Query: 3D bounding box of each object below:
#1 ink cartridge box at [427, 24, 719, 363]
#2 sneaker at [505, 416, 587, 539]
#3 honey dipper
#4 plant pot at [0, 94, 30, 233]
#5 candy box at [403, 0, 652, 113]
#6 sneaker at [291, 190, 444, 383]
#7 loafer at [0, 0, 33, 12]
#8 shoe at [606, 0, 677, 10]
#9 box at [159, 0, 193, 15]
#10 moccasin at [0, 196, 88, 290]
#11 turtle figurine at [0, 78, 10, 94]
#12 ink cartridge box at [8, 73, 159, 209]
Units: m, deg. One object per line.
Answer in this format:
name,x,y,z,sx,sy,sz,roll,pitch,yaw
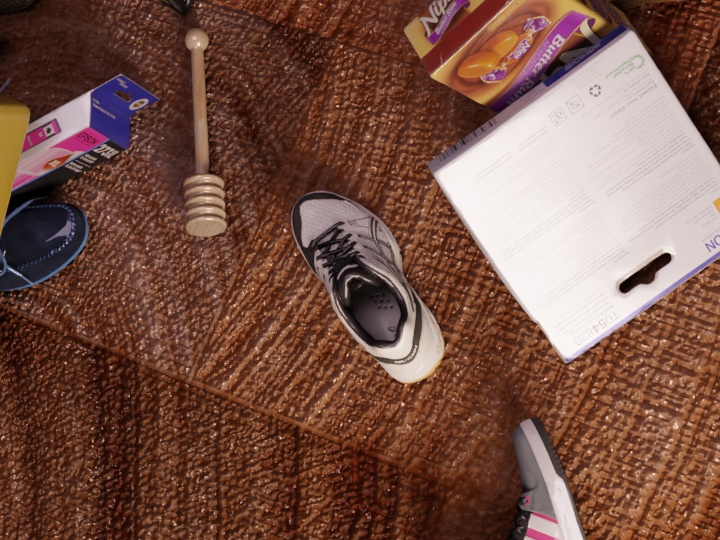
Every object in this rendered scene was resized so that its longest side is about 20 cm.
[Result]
ink cartridge box,0.188,-0.060,1.521,0.199,0.041,0.201,-34,105,5
sneaker,0.119,0.224,1.472,0.119,0.084,0.202,-17,69,4
honey dipper,-0.144,-0.129,1.707,0.038,0.038,0.202,-12,65,16
plant pot,-0.435,-0.080,1.604,0.194,0.199,0.196,21,100,29
candy box,0.138,-0.183,1.514,0.117,0.199,0.057,-41,60,20
sneaker,0.000,0.000,1.581,0.076,0.088,0.201,-40,63,6
loafer,-0.408,-0.287,1.834,0.198,0.076,0.068,2,72,10
shoe,0.244,-0.254,1.582,0.198,0.070,0.054,-15,77,18
box,-0.190,-0.375,1.794,0.199,0.050,0.199,34,87,25
moccasin,-0.346,-0.014,1.721,0.198,0.068,0.081,-21,68,13
turtle figurine,-0.404,-0.186,1.781,0.199,0.150,0.101,-38,26,9
ink cartridge box,-0.279,-0.110,1.712,0.199,0.095,0.037,-29,75,9
